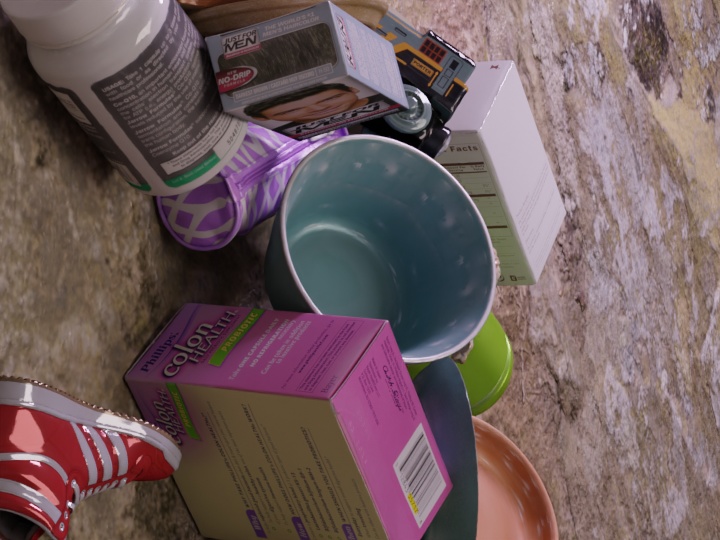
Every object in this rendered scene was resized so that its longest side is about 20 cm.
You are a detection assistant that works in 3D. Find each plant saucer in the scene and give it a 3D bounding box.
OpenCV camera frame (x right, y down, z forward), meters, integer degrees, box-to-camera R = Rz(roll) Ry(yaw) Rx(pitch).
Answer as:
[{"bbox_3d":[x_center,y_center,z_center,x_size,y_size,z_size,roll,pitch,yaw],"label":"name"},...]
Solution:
[{"bbox_3d":[0.058,0.172,1.647,0.200,0.036,0.200,179,-90,-78],"label":"plant saucer"},{"bbox_3d":[0.095,0.225,1.793,0.200,0.037,0.200,22,50,-28],"label":"plant saucer"}]

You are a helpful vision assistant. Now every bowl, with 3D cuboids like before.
[{"bbox_3d":[0.000,0.000,1.609,0.201,0.105,0.201,14,60,-26],"label":"bowl"}]

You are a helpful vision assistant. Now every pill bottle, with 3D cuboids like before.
[{"bbox_3d":[-0.172,-0.155,1.432,0.200,0.113,0.113,55,42,-47],"label":"pill bottle"}]

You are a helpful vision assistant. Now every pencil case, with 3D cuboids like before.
[{"bbox_3d":[-0.086,-0.081,1.618,0.200,0.085,0.084,-39,112,-55],"label":"pencil case"}]

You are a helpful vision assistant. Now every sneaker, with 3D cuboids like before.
[{"bbox_3d":[-0.206,0.153,1.398,0.200,0.071,0.113,28,60,-50],"label":"sneaker"}]

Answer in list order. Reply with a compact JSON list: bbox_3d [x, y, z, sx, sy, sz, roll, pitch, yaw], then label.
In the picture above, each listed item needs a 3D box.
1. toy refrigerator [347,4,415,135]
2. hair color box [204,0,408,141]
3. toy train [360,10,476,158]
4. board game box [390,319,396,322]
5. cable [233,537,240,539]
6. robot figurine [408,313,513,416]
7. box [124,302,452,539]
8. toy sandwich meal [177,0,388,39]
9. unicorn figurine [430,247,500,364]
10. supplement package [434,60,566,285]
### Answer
[{"bbox_3d":[-0.003,-0.137,1.787,0.070,0.076,0.200,30,62,-58],"label":"toy refrigerator"},{"bbox_3d":[-0.037,-0.149,1.501,0.200,0.099,0.061,12,63,-75],"label":"hair color box"},{"bbox_3d":[0.004,-0.181,1.709,0.114,0.200,0.085,-56,-179,-28],"label":"toy train"},{"bbox_3d":[-0.008,0.155,1.706,0.152,0.046,0.200,130,-29,-69],"label":"board game box"},{"bbox_3d":[-0.088,0.306,1.632,0.163,0.051,0.200,5,83,-62],"label":"cable"},{"bbox_3d":[0.076,0.070,1.881,0.200,0.116,0.176,48,42,-51],"label":"robot figurine"},{"bbox_3d":[-0.054,0.127,1.538,0.097,0.200,0.176,-54,134,-40],"label":"box"},{"bbox_3d":[-0.079,-0.214,1.540,0.205,0.205,0.070,-3,85,-62],"label":"toy sandwich meal"},{"bbox_3d":[0.076,0.014,1.734,0.074,0.200,0.138,26,78,-28],"label":"unicorn figurine"},{"bbox_3d":[0.113,-0.095,1.957,0.117,0.117,0.200,-62,140,-42],"label":"supplement package"}]
